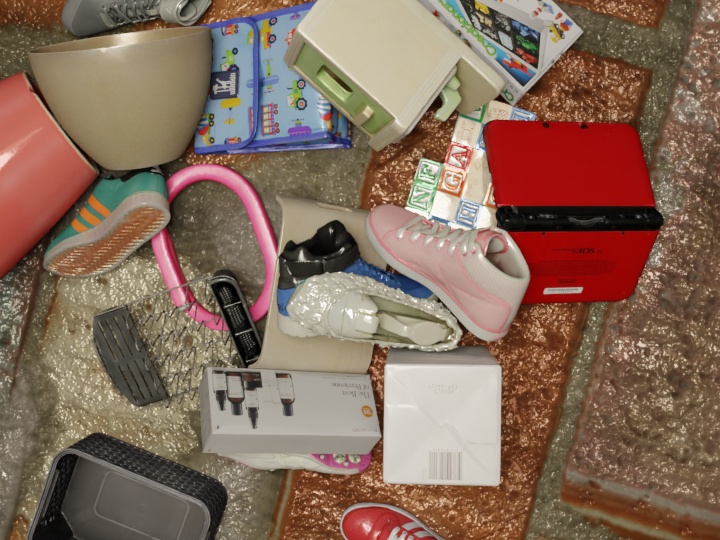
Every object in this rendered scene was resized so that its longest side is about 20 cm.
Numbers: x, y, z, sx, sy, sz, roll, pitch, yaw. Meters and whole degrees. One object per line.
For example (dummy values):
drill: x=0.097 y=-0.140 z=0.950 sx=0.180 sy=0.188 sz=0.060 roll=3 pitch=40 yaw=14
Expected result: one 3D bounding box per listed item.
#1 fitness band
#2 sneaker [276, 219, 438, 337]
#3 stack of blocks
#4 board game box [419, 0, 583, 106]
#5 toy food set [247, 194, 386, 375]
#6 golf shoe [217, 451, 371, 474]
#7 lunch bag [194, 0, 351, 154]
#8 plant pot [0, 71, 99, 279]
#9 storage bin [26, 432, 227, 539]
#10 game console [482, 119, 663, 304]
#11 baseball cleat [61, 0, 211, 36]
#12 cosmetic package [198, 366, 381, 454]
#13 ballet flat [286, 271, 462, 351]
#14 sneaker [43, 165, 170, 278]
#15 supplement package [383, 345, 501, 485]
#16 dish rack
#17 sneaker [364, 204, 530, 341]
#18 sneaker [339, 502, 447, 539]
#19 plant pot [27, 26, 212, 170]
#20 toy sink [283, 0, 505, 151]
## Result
fitness band: x=-0.173 y=-0.027 z=1.081 sx=0.141 sy=0.037 sz=0.203 roll=-21 pitch=91 yaw=4
sneaker: x=0.000 y=0.000 z=0.992 sx=0.196 sy=0.077 sz=0.113 roll=-8 pitch=109 yaw=-23
stack of blocks: x=0.118 y=-0.097 z=1.046 sx=0.113 sy=0.059 sz=0.204 roll=17 pitch=93 yaw=4
board game box: x=0.144 y=-0.299 z=1.025 sx=0.200 sy=0.035 sz=0.126 roll=45 pitch=66 yaw=2
toy food set: x=-0.049 y=0.022 z=1.045 sx=0.141 sy=0.060 sz=0.204 roll=8 pitch=91 yaw=-30
golf shoe: x=-0.085 y=0.204 z=1.071 sx=0.197 sy=0.076 sz=0.092 roll=19 pitch=136 yaw=-12
lunch bag: x=-0.117 y=-0.217 z=1.058 sx=0.196 sy=0.094 sz=0.154 roll=-3 pitch=90 yaw=18
plant pot: x=-0.411 y=-0.117 z=1.029 sx=0.176 sy=0.200 sz=0.202 roll=-36 pitch=89 yaw=-4
storage bin: x=-0.273 y=0.294 z=1.068 sx=0.197 sy=0.094 sz=0.137 roll=21 pitch=93 yaw=3
game console: x=0.225 y=-0.064 z=1.022 sx=0.196 sy=0.120 sz=0.175 roll=-1 pitch=128 yaw=-15
baseball cleat: x=-0.256 y=-0.317 z=1.054 sx=0.198 sy=0.070 sz=0.108 roll=-30 pitch=63 yaw=5
cosmetic package: x=-0.079 y=0.158 z=1.013 sx=0.196 sy=0.051 sz=0.084 roll=5 pitch=54 yaw=-24
ballet flat: x=0.023 y=0.048 z=0.937 sx=0.197 sy=0.072 sz=0.073 roll=10 pitch=92 yaw=-26
sneaker: x=-0.299 y=-0.060 z=1.069 sx=0.198 sy=0.071 sz=0.081 roll=-27 pitch=53 yaw=26
supplement package: x=0.086 y=0.150 z=0.983 sx=0.119 sy=0.200 sz=0.122 roll=0 pitch=91 yaw=4
dish rack: x=-0.211 y=0.090 z=1.053 sx=0.196 sy=0.055 sz=0.156 roll=-17 pitch=113 yaw=5
sneaker: x=0.096 y=-0.026 z=0.950 sx=0.200 sy=0.075 sz=0.105 roll=42 pitch=137 yaw=17
sneaker: x=0.064 y=0.337 z=1.033 sx=0.197 sy=0.112 sz=0.072 roll=26 pitch=93 yaw=3
plant pot: x=-0.255 y=-0.189 z=1.004 sx=0.196 sy=0.201 sz=0.137 roll=-4 pitch=110 yaw=4
toy sink: x=0.029 y=-0.203 z=0.934 sx=0.199 sy=0.130 sz=0.113 roll=39 pitch=83 yaw=-9
